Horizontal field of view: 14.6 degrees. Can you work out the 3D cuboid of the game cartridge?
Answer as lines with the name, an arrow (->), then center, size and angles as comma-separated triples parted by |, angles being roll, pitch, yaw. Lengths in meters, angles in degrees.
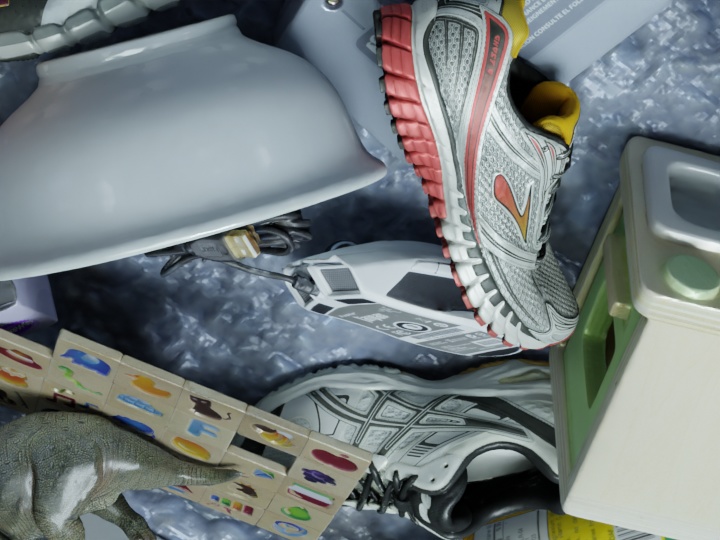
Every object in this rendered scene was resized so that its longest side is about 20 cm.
game cartridge -> 0.061, -0.141, 1.319 | 0.200, 0.041, 0.133 | -37, 124, 25

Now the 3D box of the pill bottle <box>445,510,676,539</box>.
pill bottle -> 0.108, 0.181, 1.522 | 0.199, 0.113, 0.113 | -18, 126, 13

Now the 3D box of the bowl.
bowl -> -0.094, -0.063, 1.295 | 0.200, 0.201, 0.091 | -13, 97, 10

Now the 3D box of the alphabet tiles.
alphabet tiles -> -0.101, 0.083, 1.441 | 0.199, 0.008, 0.167 | 22, 157, -3

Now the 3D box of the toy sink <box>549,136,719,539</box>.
toy sink -> 0.171, 0.016, 1.383 | 0.111, 0.131, 0.201 | 13, 128, -10

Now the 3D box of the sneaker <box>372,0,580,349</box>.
sneaker -> 0.071, -0.044, 1.325 | 0.082, 0.078, 0.201 | -16, 127, 10

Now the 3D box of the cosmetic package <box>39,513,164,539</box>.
cosmetic package -> -0.136, 0.263, 1.550 | 0.199, 0.167, 0.167 | 30, 122, -21

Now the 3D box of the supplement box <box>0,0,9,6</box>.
supplement box -> -0.258, -0.174, 1.217 | 0.198, 0.103, 0.132 | -3, 97, 1

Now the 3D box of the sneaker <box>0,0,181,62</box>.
sneaker -> -0.107, -0.175, 1.276 | 0.199, 0.075, 0.116 | -17, 117, 7

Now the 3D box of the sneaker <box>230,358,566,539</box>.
sneaker -> 0.025, 0.100, 1.474 | 0.199, 0.088, 0.076 | -10, 130, 9

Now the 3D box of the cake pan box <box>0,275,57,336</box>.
cake pan box -> -0.267, 0.018, 1.370 | 0.199, 0.053, 0.184 | -21, 164, 13

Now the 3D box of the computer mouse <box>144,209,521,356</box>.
computer mouse -> 0.000, 0.000, 1.406 | 0.199, 0.044, 0.109 | 17, 163, -31

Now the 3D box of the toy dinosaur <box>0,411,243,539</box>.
toy dinosaur -> -0.163, 0.112, 1.445 | 0.199, 0.077, 0.103 | -7, 113, 24
